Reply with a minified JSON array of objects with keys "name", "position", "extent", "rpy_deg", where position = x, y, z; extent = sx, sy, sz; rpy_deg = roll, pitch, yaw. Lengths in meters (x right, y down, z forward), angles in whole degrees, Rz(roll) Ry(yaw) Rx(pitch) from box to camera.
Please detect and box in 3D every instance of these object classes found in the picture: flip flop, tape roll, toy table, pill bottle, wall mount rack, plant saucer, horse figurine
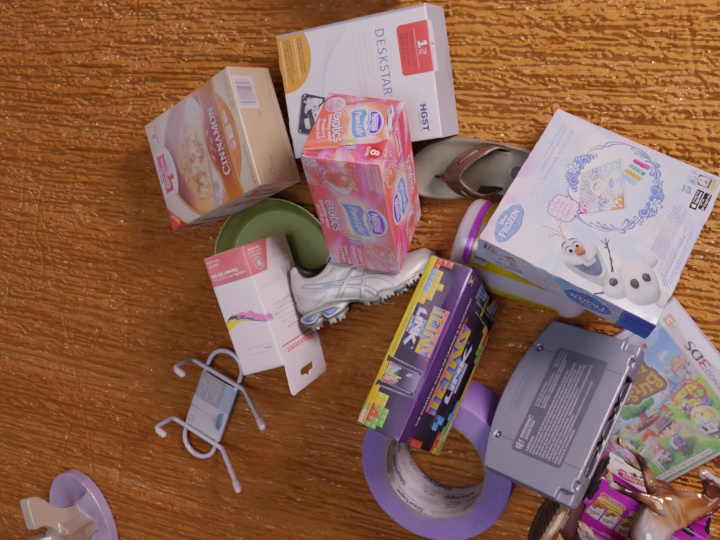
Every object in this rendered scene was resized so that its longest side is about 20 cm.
[{"name":"flip flop","position":[0.147,-0.117,0.943],"extent":[0.199,0.058,0.081],"rpy_deg":[9,105,22]},{"name":"tape roll","position":[0.108,0.244,1.028],"extent":[0.199,0.085,0.201],"rpy_deg":[6,105,23]},{"name":"toy table","position":[-0.501,0.454,1.324],"extent":[0.184,0.117,0.200],"rpy_deg":[-25,90,26]},{"name":"pill bottle","position":[0.213,-0.009,0.914],"extent":[0.200,0.104,0.105],"rpy_deg":[19,109,18]},{"name":"wall mount rack","position":[-0.216,0.226,1.170],"extent":[0.173,0.075,0.200],"rpy_deg":[28,112,15]},{"name":"plant saucer","position":[-0.113,-0.004,1.098],"extent":[0.199,0.031,0.201],"rpy_deg":[6,105,23]},{"name":"horse figurine","position":[0.303,0.283,0.861],"extent":[0.132,0.050,0.200],"rpy_deg":[32,89,-5]}]

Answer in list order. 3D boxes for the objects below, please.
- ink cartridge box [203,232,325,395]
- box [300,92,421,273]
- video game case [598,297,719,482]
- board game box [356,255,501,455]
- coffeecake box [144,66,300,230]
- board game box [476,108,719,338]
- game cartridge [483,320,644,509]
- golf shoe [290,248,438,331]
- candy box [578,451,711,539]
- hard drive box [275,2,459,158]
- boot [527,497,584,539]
[{"name":"ink cartridge box","position":[-0.121,0.061,1.034],"extent":[0.067,0.116,0.201],"rpy_deg":[-16,95,25]},{"name":"box","position":[0.006,-0.098,0.921],"extent":[0.094,0.103,0.200],"rpy_deg":[11,146,18]},{"name":"video game case","position":[0.347,0.160,0.939],"extent":[0.200,0.022,0.182],"rpy_deg":[-40,85,26]},{"name":"board game box","position":[0.086,0.103,0.897],"extent":[0.057,0.165,0.200],"rpy_deg":[21,82,25]},{"name":"coffeecake box","position":[-0.187,-0.156,1.033],"extent":[0.200,0.073,0.154],"rpy_deg":[-19,86,43]},{"name":"board game box","position":[0.259,-0.058,0.849],"extent":[0.199,0.043,0.200],"rpy_deg":[28,68,15]},{"name":"game cartridge","position":[0.230,0.160,0.913],"extent":[0.133,0.040,0.200],"rpy_deg":[19,72,39]},{"name":"golf shoe","position":[0.000,0.000,1.006],"extent":[0.200,0.078,0.097],"rpy_deg":[-23,95,10]},{"name":"candy box","position":[0.314,0.340,0.958],"extent":[0.136,0.061,0.200],"rpy_deg":[31,121,14]},{"name":"hard drive box","position":[0.009,-0.230,0.968],"extent":[0.199,0.077,0.156],"rpy_deg":[-5,100,24]},{"name":"boot","position":[0.277,0.357,0.924],"extent":[0.166,0.072,0.200],"rpy_deg":[18,114,7]}]
